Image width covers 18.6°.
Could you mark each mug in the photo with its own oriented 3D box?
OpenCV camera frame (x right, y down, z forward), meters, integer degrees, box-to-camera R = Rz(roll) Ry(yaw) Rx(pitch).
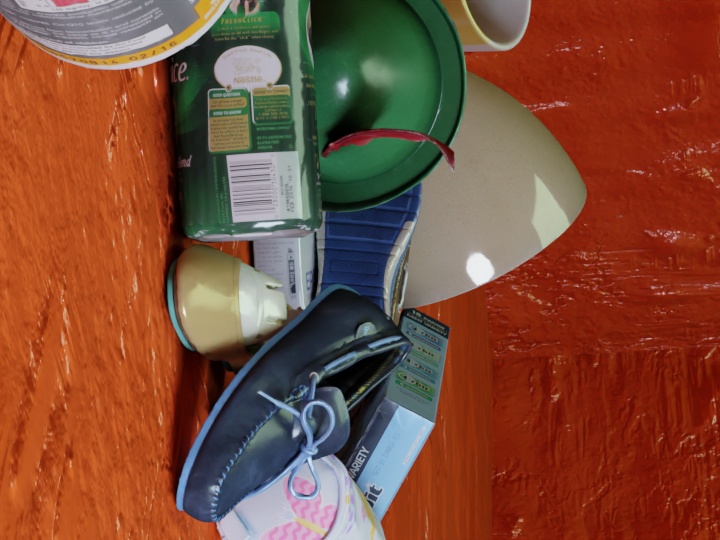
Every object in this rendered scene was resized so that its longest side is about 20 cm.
[{"bbox_3d":[0.060,-0.293,2.179,0.187,0.152,0.150,44,50,-44],"label":"mug"}]

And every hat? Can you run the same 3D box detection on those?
[{"bbox_3d":[-0.032,-0.110,1.335,0.167,0.199,0.176,65,24,-1],"label":"hat"}]

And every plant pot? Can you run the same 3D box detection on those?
[{"bbox_3d":[0.059,-0.081,1.704,0.201,0.199,0.135,-78,144,-66],"label":"plant pot"}]

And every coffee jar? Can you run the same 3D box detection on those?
[{"bbox_3d":[-0.069,-0.118,1.286,0.104,0.085,0.202,161,-74,-87],"label":"coffee jar"}]

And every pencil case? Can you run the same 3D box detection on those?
[{"bbox_3d":[-0.037,0.167,1.420,0.200,0.090,0.084,69,2,-71],"label":"pencil case"}]

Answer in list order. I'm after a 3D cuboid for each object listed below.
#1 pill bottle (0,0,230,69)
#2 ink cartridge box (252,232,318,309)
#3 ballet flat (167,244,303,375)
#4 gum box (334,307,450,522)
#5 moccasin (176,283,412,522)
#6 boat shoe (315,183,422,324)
[{"bbox_3d":[-0.112,-0.156,0.826,0.200,0.115,0.117,57,30,-77],"label":"pill bottle"},{"bbox_3d":[-0.051,-0.077,1.618,0.200,0.040,0.202,-47,133,-81],"label":"ink cartridge box"},{"bbox_3d":[-0.068,0.024,1.327,0.200,0.063,0.069,53,34,-77],"label":"ballet flat"},{"bbox_3d":[0.005,0.135,1.615,0.171,0.044,0.200,-62,-176,18],"label":"gum box"},{"bbox_3d":[-0.033,0.077,1.279,0.200,0.068,0.081,-50,162,-39],"label":"moccasin"},{"bbox_3d":[0.000,0.000,1.589,0.073,0.072,0.201,86,16,-60],"label":"boat shoe"}]
